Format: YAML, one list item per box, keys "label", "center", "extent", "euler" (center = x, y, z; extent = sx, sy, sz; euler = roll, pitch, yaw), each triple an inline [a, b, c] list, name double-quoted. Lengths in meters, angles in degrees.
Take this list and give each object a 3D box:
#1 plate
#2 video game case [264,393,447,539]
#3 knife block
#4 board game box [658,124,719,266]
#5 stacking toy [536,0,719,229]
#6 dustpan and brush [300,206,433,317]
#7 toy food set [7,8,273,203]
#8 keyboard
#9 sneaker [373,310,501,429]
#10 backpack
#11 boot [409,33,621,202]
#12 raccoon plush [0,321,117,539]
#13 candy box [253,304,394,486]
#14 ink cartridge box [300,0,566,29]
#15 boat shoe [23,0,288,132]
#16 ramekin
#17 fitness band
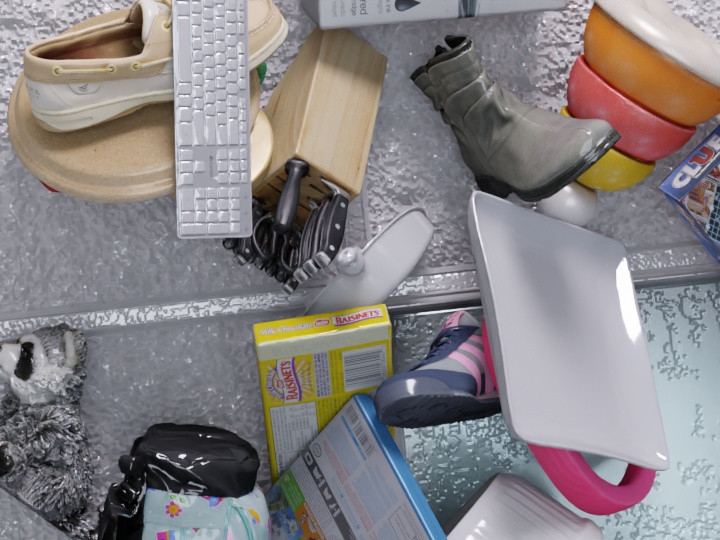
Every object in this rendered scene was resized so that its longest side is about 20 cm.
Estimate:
- label: "plate"
  center: [0.154, 0.053, 1.441]
  extent: [0.199, 0.032, 0.200]
  euler: [16, 57, -46]
- label: "video game case"
  center: [-0.024, 0.212, 1.443]
  extent: [0.200, 0.018, 0.143]
  euler: [-49, 55, 30]
- label: "knife block"
  center: [-0.032, -0.085, 1.421]
  extent: [0.064, 0.176, 0.200]
  euler: [33, 90, -24]
- label: "board game box"
  center: [0.340, -0.047, 1.499]
  extent: [0.135, 0.035, 0.200]
  euler: [-44, 124, -1]
- label: "stacking toy"
  center: [0.200, -0.114, 1.487]
  extent: [0.146, 0.146, 0.200]
  euler: [31, 107, -8]
- label: "dustpan and brush"
  center: [0.000, 0.000, 1.423]
  extent: [0.057, 0.200, 0.140]
  euler: [45, 90, -7]
- label: "toy food set"
  center: [-0.167, -0.125, 1.422]
  extent: [0.200, 0.049, 0.198]
  euler: [-10, 53, -1]
- label: "keyboard"
  center: [-0.107, -0.123, 1.352]
  extent: [0.056, 0.011, 0.200]
  euler: [-3, 94, -25]
- label: "sneaker"
  center: [0.068, 0.074, 1.461]
  extent: [0.070, 0.200, 0.082]
  euler: [-28, 74, 31]
- label: "backpack"
  center: [-0.131, 0.226, 1.428]
  extent: [0.126, 0.167, 0.200]
  euler: [6, 94, 5]
- label: "boot"
  center: [0.106, -0.121, 1.429]
  extent: [0.068, 0.200, 0.131]
  euler: [-40, 103, -18]
- label: "raccoon plush"
  center: [-0.225, 0.132, 1.490]
  extent: [0.134, 0.097, 0.200]
  euler: [-54, 129, -14]
- label: "candy box"
  center: [-0.025, 0.104, 1.454]
  extent: [0.102, 0.026, 0.200]
  euler: [-7, 140, -4]
- label: "ink cartridge box"
  center: [0.056, -0.269, 1.444]
  extent: [0.200, 0.083, 0.147]
  euler: [-7, 111, -11]
- label: "boat shoe"
  center: [-0.150, -0.165, 1.369]
  extent: [0.200, 0.074, 0.069]
  euler: [-23, 129, -11]
- label: "ramekin"
  center: [0.090, 0.247, 1.464]
  extent: [0.094, 0.202, 0.202]
  euler: [42, 90, 5]
- label: "fitness band"
  center: [0.168, 0.098, 1.484]
  extent: [0.037, 0.144, 0.200]
  euler: [-28, 98, 34]
